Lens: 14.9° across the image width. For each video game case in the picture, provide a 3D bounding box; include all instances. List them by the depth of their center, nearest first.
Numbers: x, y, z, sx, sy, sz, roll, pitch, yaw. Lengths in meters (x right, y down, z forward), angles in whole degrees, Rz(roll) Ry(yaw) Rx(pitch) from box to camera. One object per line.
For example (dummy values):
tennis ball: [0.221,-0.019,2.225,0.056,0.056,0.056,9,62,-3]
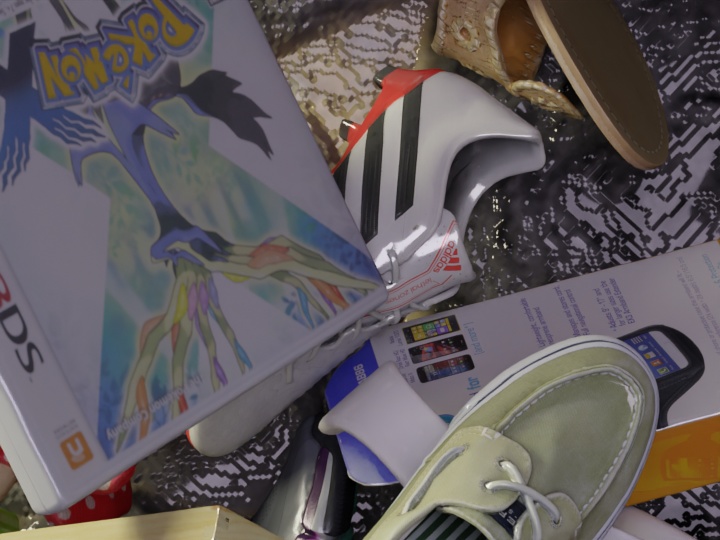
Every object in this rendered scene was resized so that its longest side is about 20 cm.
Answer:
video game case: [-0.090,-0.031,1.042,0.200,0.022,0.182,-32,99,-46]

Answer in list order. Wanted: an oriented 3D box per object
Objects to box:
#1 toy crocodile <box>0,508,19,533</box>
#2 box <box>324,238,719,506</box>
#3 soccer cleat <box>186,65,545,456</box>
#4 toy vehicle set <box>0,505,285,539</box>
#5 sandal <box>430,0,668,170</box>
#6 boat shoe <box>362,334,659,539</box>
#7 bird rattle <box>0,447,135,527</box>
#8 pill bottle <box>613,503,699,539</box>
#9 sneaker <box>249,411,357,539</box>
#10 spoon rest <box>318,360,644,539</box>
toy crocodile: [-0.195,0.189,1.160,0.067,0.062,0.200,23,80,-38]
box: [0.089,0.052,1.150,0.200,0.119,0.041,-16,124,-1]
soccer cleat: [0.000,0.000,1.156,0.085,0.069,0.200,26,68,29]
toy vehicle set: [-0.089,0.134,1.074,0.200,0.124,0.027,-12,58,39]
sandal: [0.058,-0.121,1.201,0.070,0.078,0.212,-32,77,27]
boat shoe: [0.043,0.098,0.990,0.072,0.062,0.200,47,69,-5]
bird rattle: [-0.184,0.051,1.142,0.163,0.113,0.200,-38,95,-33]
pill bottle: [0.099,0.206,1.131,0.120,0.120,0.200,31,84,2]
sneaker: [-0.057,0.152,1.159,0.087,0.074,0.200,12,85,5]
spoon rest: [0.062,0.117,1.053,0.099,0.061,0.200,-42,82,-6]
